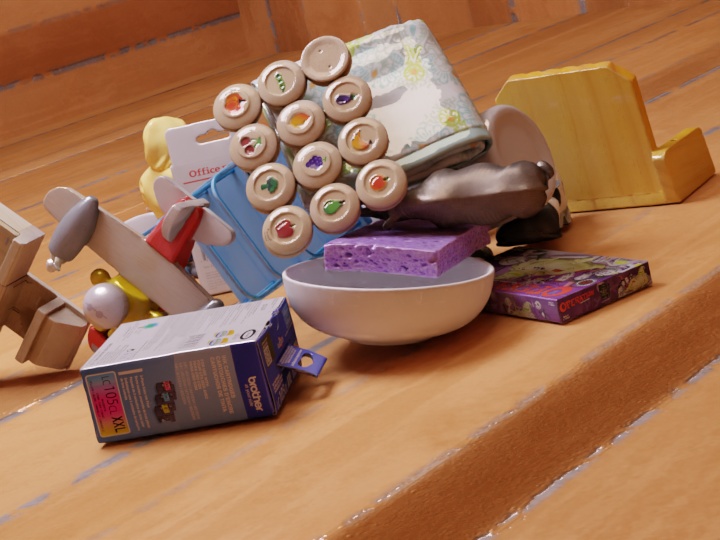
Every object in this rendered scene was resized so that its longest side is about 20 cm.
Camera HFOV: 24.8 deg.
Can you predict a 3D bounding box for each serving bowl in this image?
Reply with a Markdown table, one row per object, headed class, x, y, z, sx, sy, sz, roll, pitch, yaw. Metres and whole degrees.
| class | x | y | z | sx | sy | sz | roll | pitch | yaw |
| --- | --- | --- | --- | --- | --- | --- | --- | --- | --- |
| serving bowl | 0.027 | 0.030 | 1.548 | 0.200 | 0.066 | 0.200 | -2 | 10 | 0 |

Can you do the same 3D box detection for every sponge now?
| class | x | y | z | sx | sy | sz | roll | pitch | yaw |
| --- | --- | --- | --- | --- | --- | --- | --- | --- | --- |
| sponge | 0.049 | -0.026 | 1.587 | 0.111 | 0.030 | 0.200 | 3 | 11 | 19 |

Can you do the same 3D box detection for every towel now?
| class | x | y | z | sx | sy | sz | roll | pitch | yaw |
| --- | --- | --- | --- | --- | --- | --- | --- | --- | --- |
| towel | 0.009 | -0.155 | 1.634 | 0.200 | 0.171 | 0.048 | -21 | -26 | -10 |

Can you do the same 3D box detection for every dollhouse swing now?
| class | x | y | z | sx | sy | sz | roll | pitch | yaw |
| --- | --- | --- | --- | --- | --- | --- | --- | --- | --- |
| dollhouse swing | 0.279 | -0.166 | 1.908 | 0.200 | 0.176 | 0.182 | -5 | 16 | 33 |

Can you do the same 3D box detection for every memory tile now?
| class | x | y | z | sx | sy | sz | roll | pitch | yaw |
| --- | --- | --- | --- | --- | --- | --- | --- | --- | --- |
| memory tile | -0.050 | -0.121 | 1.581 | 0.153 | 0.200 | 0.017 | -25 | -25 | 5 |

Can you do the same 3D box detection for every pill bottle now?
| class | x | y | z | sx | sy | sz | roll | pitch | yaw |
| --- | --- | --- | --- | --- | --- | --- | --- | --- | --- |
| pill bottle | 0.095 | -0.085 | 1.726 | 0.200 | 0.115 | 0.114 | -26 | 3 | 38 |

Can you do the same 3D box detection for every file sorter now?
| class | x | y | z | sx | sy | sz | roll | pitch | yaw |
| --- | --- | --- | --- | --- | --- | --- | --- | --- | --- |
| file sorter | -0.121 | -0.039 | 1.705 | 0.200 | 0.139 | 0.123 | -34 | 3 | 36 |

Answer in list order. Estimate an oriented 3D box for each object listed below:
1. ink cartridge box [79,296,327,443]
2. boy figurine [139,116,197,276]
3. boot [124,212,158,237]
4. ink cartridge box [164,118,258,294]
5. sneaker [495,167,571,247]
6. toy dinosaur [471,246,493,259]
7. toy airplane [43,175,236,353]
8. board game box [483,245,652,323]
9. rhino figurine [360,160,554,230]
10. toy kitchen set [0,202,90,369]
| class | x | y | z | sx | sy | sz | roll | pitch | yaw |
| --- | --- | --- | --- | --- | --- | --- | --- | --- | --- |
| ink cartridge box | -0.135 | 0.085 | 1.483 | 0.200 | 0.077 | 0.136 | -11 | 14 | 12 |
| boy figurine | -0.227 | -0.092 | 2.022 | 0.124 | 0.200 | 0.064 | -3 | 17 | 47 |
| boot | -0.222 | -0.050 | 2.149 | 0.199 | 0.074 | 0.096 | -6 | 7 | -7 |
| ink cartridge box | -0.148 | -0.083 | 1.908 | 0.116 | 0.200 | 0.068 | -11 | 14 | 5 |
| sneaker | 0.184 | -0.077 | 1.786 | 0.074 | 0.089 | 0.200 | -7 | 10 | 13 |
| toy dinosaur | 0.067 | -0.033 | 1.846 | 0.200 | 0.048 | 0.088 | -7 | 21 | 35 |
| toy airplane | -0.214 | 0.009 | 1.610 | 0.200 | 0.200 | 0.141 | -2 | 20 | 33 |
| board game box | 0.173 | 0.012 | 1.605 | 0.120 | 0.032 | 0.200 | -26 | 18 | -30 |
| rhino figurine | 0.089 | -0.070 | 1.578 | 0.199 | 0.060 | 0.087 | -7 | 6 | 7 |
| toy kitchen set | -0.394 | 0.066 | 1.654 | 0.163 | 0.200 | 0.180 | 33 | 27 | 8 |
